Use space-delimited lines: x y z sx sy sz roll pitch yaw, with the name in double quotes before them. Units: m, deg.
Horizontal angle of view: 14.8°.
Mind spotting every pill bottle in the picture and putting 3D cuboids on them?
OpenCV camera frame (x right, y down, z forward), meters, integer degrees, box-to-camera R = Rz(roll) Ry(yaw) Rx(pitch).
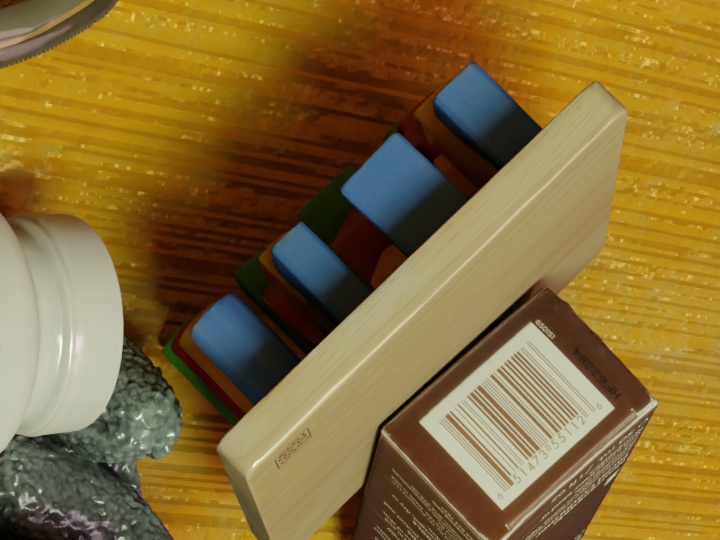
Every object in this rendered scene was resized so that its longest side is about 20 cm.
"pill bottle" -0.193 0.024 1.023 0.199 0.113 0.113 -2 116 -36

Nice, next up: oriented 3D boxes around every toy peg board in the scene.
"toy peg board" 0.000 0.000 1.122 0.200 0.098 0.199 -44 167 -9

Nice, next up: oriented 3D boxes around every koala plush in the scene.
"koala plush" -0.108 0.158 1.105 0.177 0.200 0.184 -28 129 -23

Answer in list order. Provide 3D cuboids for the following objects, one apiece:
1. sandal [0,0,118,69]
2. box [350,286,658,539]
"sandal" -0.177 -0.083 1.003 0.199 0.082 0.055 -27 112 -21
"box" 0.057 0.095 1.217 0.100 0.075 0.200 -40 168 -17
